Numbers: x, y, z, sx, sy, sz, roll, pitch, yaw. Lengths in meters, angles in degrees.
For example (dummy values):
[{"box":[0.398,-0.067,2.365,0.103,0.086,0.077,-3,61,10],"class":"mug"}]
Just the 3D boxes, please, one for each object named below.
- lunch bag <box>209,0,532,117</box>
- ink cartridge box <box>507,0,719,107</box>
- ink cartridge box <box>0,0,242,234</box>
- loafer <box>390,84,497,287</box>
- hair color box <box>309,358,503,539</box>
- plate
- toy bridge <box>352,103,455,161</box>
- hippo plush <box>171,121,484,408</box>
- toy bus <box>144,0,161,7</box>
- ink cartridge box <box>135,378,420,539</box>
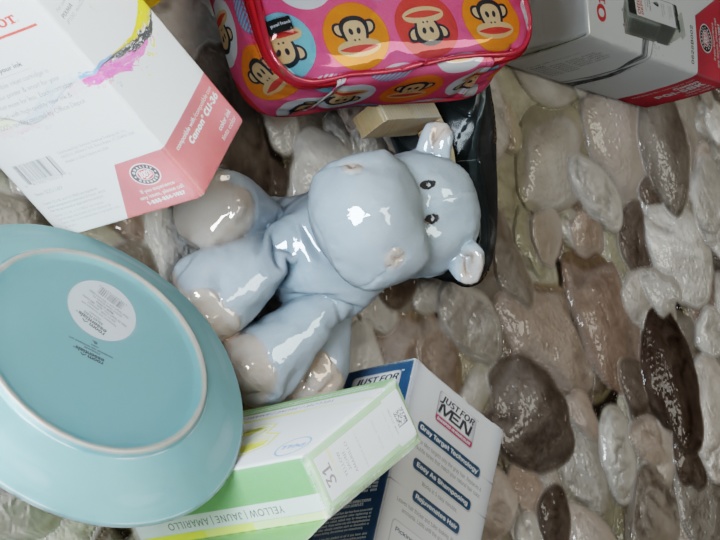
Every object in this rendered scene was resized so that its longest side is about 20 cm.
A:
[{"box":[-0.001,-0.194,1.507,0.200,0.082,0.176,-9,75,-27],"class":"lunch bag"},{"box":[0.190,-0.217,1.798,0.200,0.083,0.147,10,73,-50],"class":"ink cartridge box"},{"box":[-0.173,-0.119,1.289,0.200,0.116,0.068,51,45,-29],"class":"ink cartridge box"},{"box":[0.060,-0.086,1.621,0.072,0.073,0.200,36,54,-67],"class":"loafer"},{"box":[0.023,0.168,1.490,0.100,0.060,0.200,41,50,-37],"class":"hair color box"},{"box":[-0.148,0.048,1.270,0.200,0.026,0.200,20,43,-20],"class":"plate"},{"box":[0.025,-0.101,1.558,0.067,0.027,0.200,-8,68,-52],"class":"toy bridge"},{"box":[0.000,0.000,1.432,0.200,0.161,0.159,-1,80,-51],"class":"hippo plush"},{"box":[-0.146,-0.241,1.339,0.136,0.192,0.200,-34,78,-27],"class":"toy bus"},{"box":[-0.077,0.131,1.309,0.200,0.145,0.048,-34,106,-50],"class":"ink cartridge box"}]
